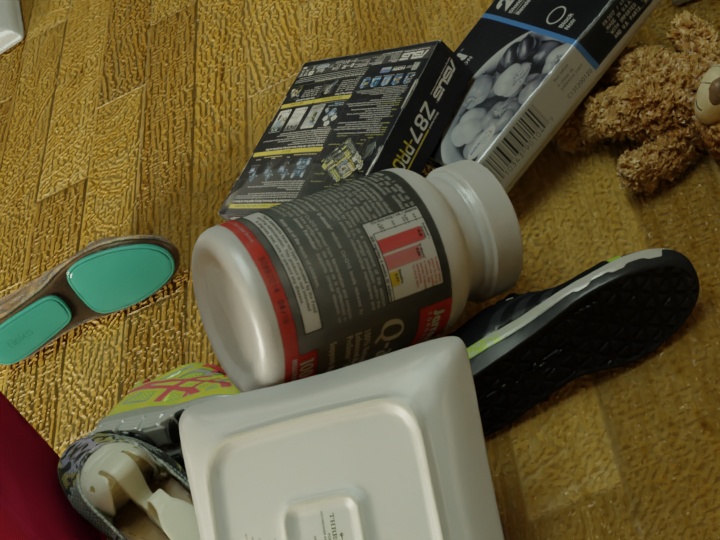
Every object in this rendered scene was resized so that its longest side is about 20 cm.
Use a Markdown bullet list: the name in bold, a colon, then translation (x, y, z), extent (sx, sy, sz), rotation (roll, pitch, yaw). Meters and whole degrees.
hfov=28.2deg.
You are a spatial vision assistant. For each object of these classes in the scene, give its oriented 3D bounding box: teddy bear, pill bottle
- **teddy bear**: translation (0.219, -0.126, 1.034), extent (0.145, 0.067, 0.200), rotation (-41, 36, -5)
- **pill bottle**: translation (0.000, 0.000, 0.936), extent (0.198, 0.117, 0.116), rotation (-20, 31, -23)

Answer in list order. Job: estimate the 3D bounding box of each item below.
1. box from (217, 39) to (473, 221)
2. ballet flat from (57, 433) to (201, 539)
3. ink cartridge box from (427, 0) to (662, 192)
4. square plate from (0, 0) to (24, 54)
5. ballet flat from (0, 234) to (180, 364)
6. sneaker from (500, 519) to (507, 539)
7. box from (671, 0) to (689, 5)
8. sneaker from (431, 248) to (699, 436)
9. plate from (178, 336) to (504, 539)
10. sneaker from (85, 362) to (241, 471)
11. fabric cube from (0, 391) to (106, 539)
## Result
- **box**: translation (-0.016, -0.100, 1.147), extent (0.199, 0.049, 0.162), rotation (2, 58, 55)
- **ballet flat**: translation (-0.135, 0.154, 0.942), extent (0.200, 0.072, 0.072), rotation (34, 71, 32)
- **ink cartridge box**: translation (0.112, -0.162, 1.128), extent (0.199, 0.043, 0.200), rotation (-51, 29, -3)
- **square plate**: translation (-0.523, -0.295, 1.835), extent (0.197, 0.029, 0.201), rotation (-31, 36, 4)
- **ballet flat**: translation (-0.245, 0.011, 1.243), extent (0.198, 0.068, 0.067), rotation (-25, 29, 9)
- **sneaker**: translation (0.002, 0.159, 0.888), extent (0.199, 0.079, 0.096), rotation (19, 89, 39)
- **box**: translation (0.261, -0.346, 1.138), extent (0.105, 0.201, 0.153), rotation (-17, 38, 21)
- **sneaker**: translation (0.119, 0.030, 0.930), extent (0.198, 0.072, 0.083), rotation (-28, 34, 8)
- **plate**: translation (-0.014, 0.157, 0.826), extent (0.198, 0.032, 0.202), rotation (-16, 78, 23)
- **sneaker**: translation (-0.105, 0.098, 1.025), extent (0.198, 0.079, 0.091), rotation (-6, 36, 29)
- **fabric cube**: translation (-0.297, 0.189, 0.947), extent (0.199, 0.200, 0.196), rotation (-35, 30, -3)
